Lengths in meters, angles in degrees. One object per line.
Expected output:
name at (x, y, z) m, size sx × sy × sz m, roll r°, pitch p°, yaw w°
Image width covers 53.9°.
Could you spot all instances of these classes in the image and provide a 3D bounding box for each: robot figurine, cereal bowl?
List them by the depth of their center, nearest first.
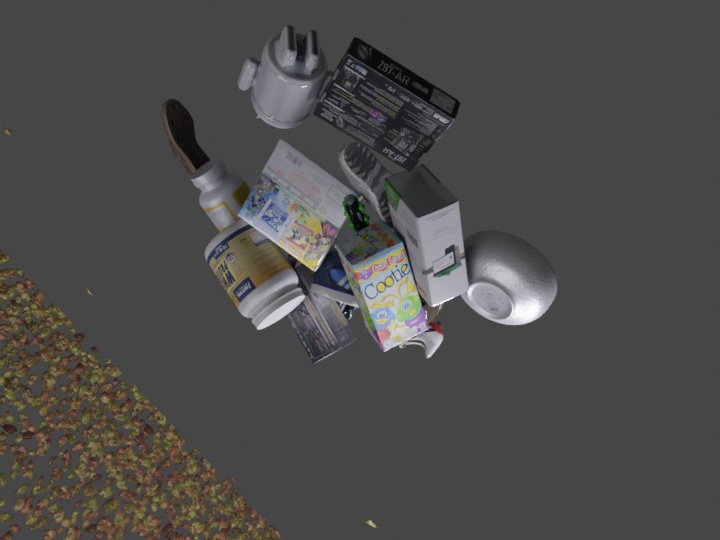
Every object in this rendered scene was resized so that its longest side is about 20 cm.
robot figurine at (-0.124, -0.324, 1.217) m, size 0.167 × 0.115 × 0.200 m, roll 9°, pitch 150°, yaw -18°
cereal bowl at (0.254, 0.028, 1.304) m, size 0.198 × 0.084 × 0.202 m, roll 25°, pitch 143°, yaw 20°

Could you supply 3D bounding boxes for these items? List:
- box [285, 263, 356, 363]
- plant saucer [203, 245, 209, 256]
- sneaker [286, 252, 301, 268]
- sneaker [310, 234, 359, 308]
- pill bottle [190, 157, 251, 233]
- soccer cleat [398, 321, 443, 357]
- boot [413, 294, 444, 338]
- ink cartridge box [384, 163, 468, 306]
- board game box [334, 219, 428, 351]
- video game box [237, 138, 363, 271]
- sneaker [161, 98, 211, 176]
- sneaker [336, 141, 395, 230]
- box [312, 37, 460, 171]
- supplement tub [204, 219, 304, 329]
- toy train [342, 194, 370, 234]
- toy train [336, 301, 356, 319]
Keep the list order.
box at (-0.107, 0.094, 1.573) m, size 0.202 × 0.048 × 0.158 m, roll 59°, pitch 146°, yaw 3°
plant saucer at (-0.271, -0.031, 1.681) m, size 0.198 × 0.200 × 0.036 m, roll 27°, pitch 105°, yaw 17°
sneaker at (-0.114, -0.037, 1.588) m, size 0.087 × 0.081 × 0.201 m, roll 24°, pitch 148°, yaw -4°
sneaker at (0.000, 0.000, 1.468) m, size 0.197 × 0.149 × 0.081 m, roll 16°, pitch 175°, yaw 17°
pill bottle at (-0.290, -0.147, 1.586) m, size 0.111 × 0.112 × 0.201 m, roll -3°, pitch 129°, yaw 45°
soccer cleat at (0.085, 0.120, 1.552) m, size 0.198 × 0.086 × 0.069 m, roll 25°, pitch 162°, yaw 10°
boot at (0.133, 0.054, 1.435) m, size 0.074 × 0.097 × 0.202 m, roll 24°, pitch 144°, yaw 20°
ink cartridge box at (0.118, -0.061, 1.259) m, size 0.147 × 0.083 × 0.202 m, roll -123°, pitch 15°, yaw -49°
board game box at (0.041, 0.029, 1.322) m, size 0.105 × 0.102 × 0.202 m, roll 51°, pitch 163°, yaw 57°
video game box at (-0.120, -0.131, 1.414) m, size 0.199 × 0.047 × 0.183 m, roll 36°, pitch 105°, yaw 4°
sneaker at (-0.400, -0.284, 1.566) m, size 0.075 × 0.071 × 0.202 m, roll 13°, pitch 138°, yaw 35°
sneaker at (0.030, -0.161, 1.325) m, size 0.201 × 0.075 × 0.082 m, roll 53°, pitch 171°, yaw -22°
box at (0.039, -0.264, 1.154) m, size 0.198 × 0.044 × 0.160 m, roll 28°, pitch 148°, yaw -10°
supplement tub at (-0.220, 0.007, 1.486) m, size 0.201 × 0.143 × 0.145 m, roll 55°, pitch 148°, yaw 9°
toy train at (0.012, -0.067, 1.372) m, size 0.041 × 0.057 × 0.201 m, roll -22°, pitch 130°, yaw 4°
toy train at (-0.059, 0.047, 1.607) m, size 0.115 × 0.084 × 0.201 m, roll 62°, pitch 152°, yaw 20°
